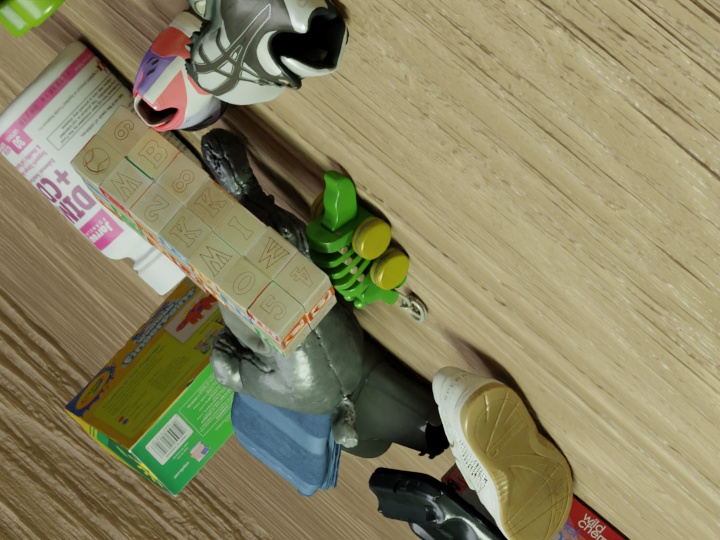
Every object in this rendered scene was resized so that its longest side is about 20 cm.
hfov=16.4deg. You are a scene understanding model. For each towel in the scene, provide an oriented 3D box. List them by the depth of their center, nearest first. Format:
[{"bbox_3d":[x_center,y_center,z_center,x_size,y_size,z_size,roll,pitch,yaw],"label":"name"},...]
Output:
[{"bbox_3d":[-0.058,0.104,2.124,0.111,0.049,0.200,36,148,19],"label":"towel"}]

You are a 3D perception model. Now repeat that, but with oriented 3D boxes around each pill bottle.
[{"bbox_3d":[-0.203,-0.083,2.074,0.200,0.113,0.113,45,168,-7],"label":"pill bottle"}]

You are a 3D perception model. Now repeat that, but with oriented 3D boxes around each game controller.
[{"bbox_3d":[0.068,0.202,2.066,0.104,0.042,0.200,32,171,-11],"label":"game controller"}]

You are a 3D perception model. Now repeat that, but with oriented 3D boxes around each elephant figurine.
[{"bbox_3d":[-0.061,0.012,1.939,0.154,0.142,0.200,11,142,11],"label":"elephant figurine"}]

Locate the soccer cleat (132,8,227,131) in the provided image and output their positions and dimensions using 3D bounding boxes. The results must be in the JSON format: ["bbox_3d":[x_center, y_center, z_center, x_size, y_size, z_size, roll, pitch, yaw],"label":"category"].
[{"bbox_3d":[-0.136,-0.128,1.792,0.068,0.073,0.200,43,168,0],"label":"soccer cleat"}]

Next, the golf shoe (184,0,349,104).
[{"bbox_3d":[-0.054,-0.134,1.502,0.094,0.078,0.200,40,169,15],"label":"golf shoe"}]

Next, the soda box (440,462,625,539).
[{"bbox_3d":[0.160,0.220,2.041,0.200,0.063,0.070,40,168,21],"label":"soda box"}]

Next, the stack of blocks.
[{"bbox_3d":[-0.111,-0.025,1.829,0.200,0.059,0.115,40,173,11],"label":"stack of blocks"}]

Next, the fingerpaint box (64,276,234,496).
[{"bbox_3d":[-0.159,0.098,2.334,0.073,0.200,0.167,49,166,-27],"label":"fingerpaint box"}]

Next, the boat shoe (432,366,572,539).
[{"bbox_3d":[0.108,0.140,1.941,0.069,0.071,0.200,38,161,43],"label":"boat shoe"}]

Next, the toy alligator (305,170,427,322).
[{"bbox_3d":[0.000,0.000,1.833,0.059,0.054,0.200,35,165,35],"label":"toy alligator"}]

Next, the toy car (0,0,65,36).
[{"bbox_3d":[-0.344,-0.206,1.901,0.164,0.200,0.158,46,168,-12],"label":"toy car"}]

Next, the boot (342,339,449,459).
[{"bbox_3d":[0.030,0.139,2.177,0.138,0.078,0.200,32,165,25],"label":"boot"}]
